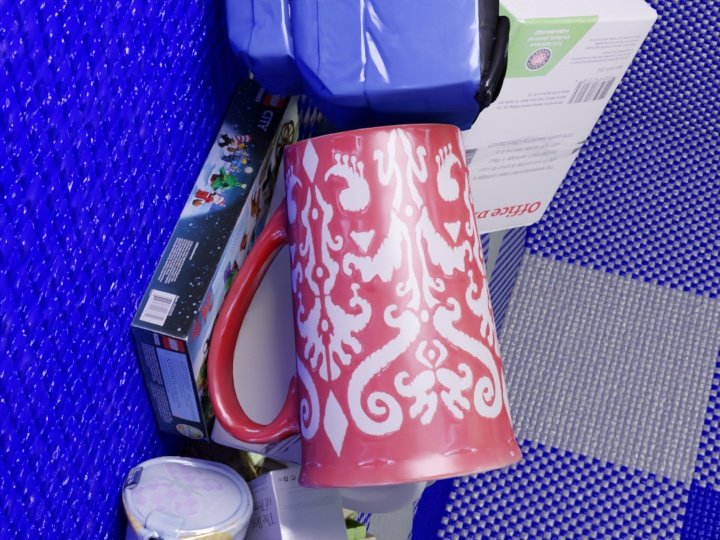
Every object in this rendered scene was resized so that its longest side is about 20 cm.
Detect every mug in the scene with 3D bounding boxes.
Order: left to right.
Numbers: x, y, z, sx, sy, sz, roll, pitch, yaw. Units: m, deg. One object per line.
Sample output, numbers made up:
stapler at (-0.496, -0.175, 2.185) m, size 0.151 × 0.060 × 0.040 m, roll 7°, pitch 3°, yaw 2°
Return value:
mug at (-0.002, 0.022, 0.876) m, size 0.133 × 0.177 × 0.200 m, roll 164°, pitch -80°, yaw -80°

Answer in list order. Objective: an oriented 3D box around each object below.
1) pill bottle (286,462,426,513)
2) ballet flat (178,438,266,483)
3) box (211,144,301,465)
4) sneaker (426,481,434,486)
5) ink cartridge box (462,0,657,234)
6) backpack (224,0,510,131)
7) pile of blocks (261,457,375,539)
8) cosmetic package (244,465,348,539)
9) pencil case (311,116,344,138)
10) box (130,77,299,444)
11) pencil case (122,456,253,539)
pill bottle at (0.019, 0.080, 1.171) m, size 0.111 × 0.111 × 0.200 m, roll 93°, pitch 13°, yaw -48°
ballet flat at (-0.069, 0.094, 1.100) m, size 0.200 × 0.065 × 0.071 m, roll -67°, pitch 143°, yaw -47°
box at (-0.036, 0.022, 0.984) m, size 0.082 × 0.068 × 0.200 m, roll 1°, pitch 103°, yaw -80°
sneaker at (-0.010, 0.168, 1.331) m, size 0.078 × 0.200 × 0.080 m, roll 14°, pitch 65°, yaw -38°
ink cartridge box at (0.102, -0.126, 1.082) m, size 0.145 × 0.084 × 0.200 m, roll -10°, pitch 140°, yaw -40°
backpack at (0.009, -0.167, 0.899) m, size 0.200 × 0.167 × 0.163 m, roll 15°, pitch 78°, yaw -82°
pile of blocks at (-0.045, 0.177, 1.222) m, size 0.082 × 0.062 × 0.200 m, roll -30°, pitch 115°, yaw -29°
cosmetic package at (-0.067, 0.188, 1.009) m, size 0.200 × 0.051 × 0.083 m, roll 142°, pitch -63°, yaw -62°
pencil case at (0.005, -0.101, 1.209) m, size 0.200 × 0.085 × 0.093 m, roll -64°, pitch 145°, yaw -46°
box at (-0.087, -0.006, 0.972) m, size 0.137 × 0.038 × 0.200 m, roll 87°, pitch 20°, yaw -57°
pencil case at (-0.120, 0.219, 0.969) m, size 0.091 × 0.083 × 0.200 m, roll -86°, pitch -176°, yaw -60°
